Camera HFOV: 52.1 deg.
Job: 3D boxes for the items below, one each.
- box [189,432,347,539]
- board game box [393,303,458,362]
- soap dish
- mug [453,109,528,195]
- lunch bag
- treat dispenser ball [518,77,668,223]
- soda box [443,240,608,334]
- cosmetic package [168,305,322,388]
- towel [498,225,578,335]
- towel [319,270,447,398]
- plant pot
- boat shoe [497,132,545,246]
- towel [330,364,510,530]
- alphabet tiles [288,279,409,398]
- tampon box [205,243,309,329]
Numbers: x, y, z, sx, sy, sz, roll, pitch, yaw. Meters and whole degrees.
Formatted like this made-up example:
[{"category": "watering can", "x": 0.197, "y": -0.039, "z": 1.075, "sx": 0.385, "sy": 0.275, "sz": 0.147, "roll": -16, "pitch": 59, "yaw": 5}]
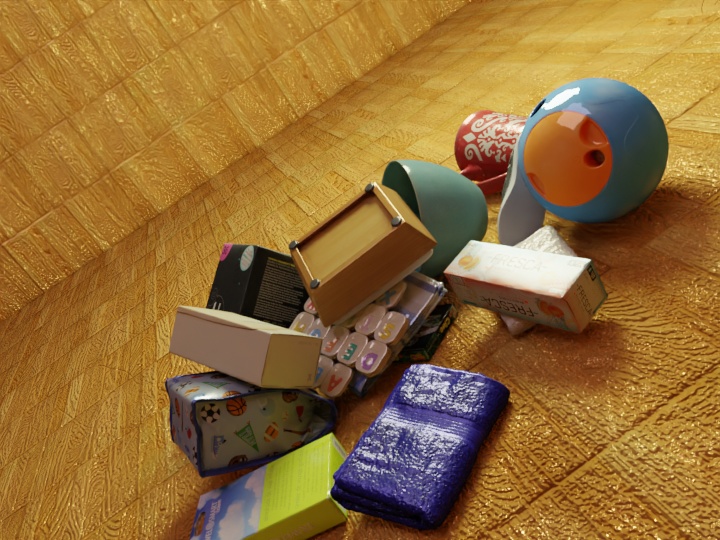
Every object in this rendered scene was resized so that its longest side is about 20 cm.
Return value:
[{"category": "box", "x": -0.111, "y": 0.288, "z": 0.896, "sx": 0.200, "sy": 0.048, "sz": 0.122, "roll": -28, "pitch": 23, "yaw": 12}, {"category": "board game box", "x": 0.044, "y": 0.099, "z": 1.110, "sx": 0.200, "sy": 0.023, "sz": 0.105, "roll": -10, "pitch": 34, "yaw": 44}, {"category": "soap dish", "x": -0.006, "y": -0.030, "z": 1.083, "sx": 0.200, "sy": 0.081, "sz": 0.157, "roll": -37, "pitch": 39, "yaw": 5}, {"category": "mug", "x": 0.268, "y": -0.192, "z": 1.302, "sx": 0.200, "sy": 0.133, "sz": 0.178, "roll": 25, "pitch": 95, "yaw": 60}, {"category": "lunch bag", "x": -0.151, "y": 0.200, "z": 1.025, "sx": 0.200, "sy": 0.124, "sz": 0.170, "roll": -8, "pitch": 8, "yaw": -27}, {"category": "treat dispenser ball", "x": 0.323, "y": -0.166, "z": 1.033, "sx": 0.201, "sy": 0.201, "sz": 0.201, "roll": -28, "pitch": 23, "yaw": 13}, {"category": "soda box", "x": 0.202, "y": 0.016, "z": 0.928, "sx": 0.068, "sy": 0.064, "sz": 0.200, "roll": -47, "pitch": 33, "yaw": -20}, {"category": "cosmetic package", "x": -0.161, "y": 0.104, "z": 1.019, "sx": 0.200, "sy": 0.104, "sz": 0.073, "roll": 10, "pitch": 88, "yaw": 39}, {"category": "towel", "x": 0.237, "y": 0.007, "z": 1.017, "sx": 0.132, "sy": 0.034, "sz": 0.200, "roll": -31, "pitch": 22, "yaw": 8}, {"category": "towel", "x": 0.017, "y": 0.074, "z": 1.074, "sx": 0.147, "sy": 0.024, "sz": 0.200, "roll": 29, "pitch": 76, "yaw": 44}, {"category": "plant pot", "x": 0.126, "y": -0.086, "z": 1.195, "sx": 0.135, "sy": 0.200, "sz": 0.200, "roll": -9, "pitch": 17, "yaw": -15}, {"category": "boat shoe", "x": 0.254, "y": -0.120, "z": 1.147, "sx": 0.057, "sy": 0.069, "sz": 0.200, "roll": 100, "pitch": -177, "yaw": -81}, {"category": "towel", "x": 0.066, "y": 0.188, "z": 0.831, "sx": 0.148, "sy": 0.050, "sz": 0.200, "roll": 0, "pitch": 38, "yaw": 38}, {"category": "alphabet tiles", "x": -0.023, "y": 0.083, "z": 1.067, "sx": 0.200, "sy": 0.015, "sz": 0.196, "roll": 18, "pitch": 69, "yaw": 46}, {"category": "tampon box", "x": -0.171, "y": 0.067, "z": 1.213, "sx": 0.150, "sy": 0.126, "sz": 0.200, "roll": 4, "pitch": 78, "yaw": 58}]
